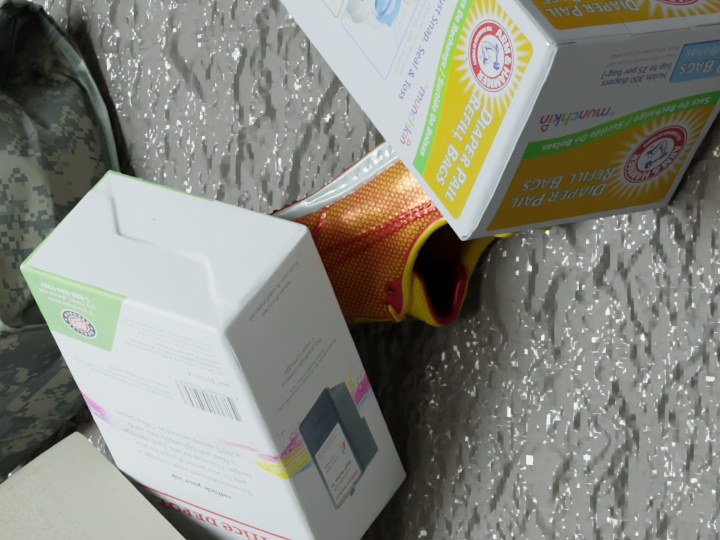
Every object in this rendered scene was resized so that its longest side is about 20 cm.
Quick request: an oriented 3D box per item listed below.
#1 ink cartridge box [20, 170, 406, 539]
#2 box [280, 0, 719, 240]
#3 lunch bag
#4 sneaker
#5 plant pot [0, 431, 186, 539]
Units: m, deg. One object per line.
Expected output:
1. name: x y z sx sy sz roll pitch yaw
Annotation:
1. ink cartridge box: -0.055 0.059 1.250 0.117 0.067 0.200 17 143 34
2. box: 0.050 -0.119 1.151 0.200 0.112 0.102 55 138 33
3. lunch bag: -0.200 -0.017 1.431 0.164 0.117 0.201 -39 56 40
4. sneaker: 0.000 0.000 1.244 0.200 0.073 0.077 -34 72 44
5. plant pot: -0.142 0.229 1.266 0.200 0.177 0.201 40 144 40
